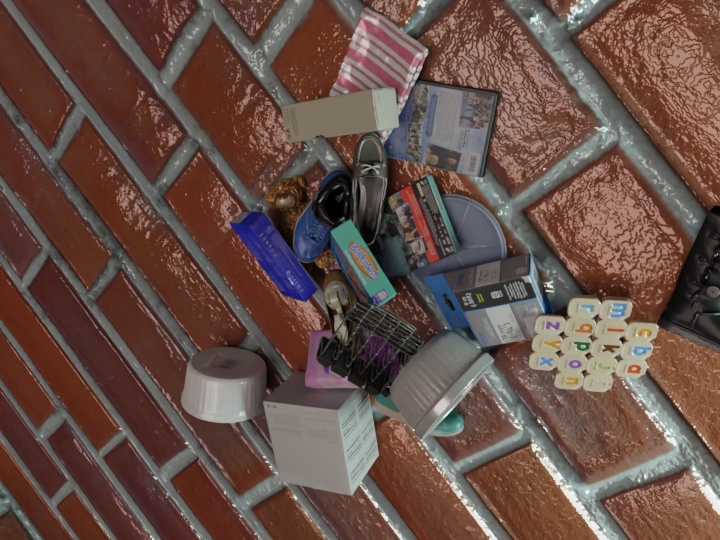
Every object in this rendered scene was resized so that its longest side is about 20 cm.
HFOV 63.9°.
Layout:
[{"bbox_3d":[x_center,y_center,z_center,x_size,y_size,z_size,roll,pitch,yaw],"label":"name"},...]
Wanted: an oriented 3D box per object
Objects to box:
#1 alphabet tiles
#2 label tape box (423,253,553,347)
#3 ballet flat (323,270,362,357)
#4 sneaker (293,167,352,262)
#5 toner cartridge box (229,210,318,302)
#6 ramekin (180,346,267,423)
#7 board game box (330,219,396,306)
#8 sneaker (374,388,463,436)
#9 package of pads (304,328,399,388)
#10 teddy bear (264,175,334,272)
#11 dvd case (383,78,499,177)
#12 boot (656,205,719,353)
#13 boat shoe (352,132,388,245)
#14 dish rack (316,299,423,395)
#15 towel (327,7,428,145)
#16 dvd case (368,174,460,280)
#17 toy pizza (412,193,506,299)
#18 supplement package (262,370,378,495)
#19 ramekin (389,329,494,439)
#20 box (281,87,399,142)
[{"bbox_3d":[0.389,0.126,0.976,0.193,0.015,0.202,3,124,10],"label":"alphabet tiles"},{"bbox_3d":[0.223,0.062,1.017,0.198,0.064,0.145,-14,125,28],"label":"label tape box"},{"bbox_3d":[-0.037,0.081,1.148,0.068,0.063,0.202,-21,65,10],"label":"ballet flat"},{"bbox_3d":[-0.074,-0.092,1.087,0.076,0.111,0.201,27,108,-12],"label":"sneaker"},{"bbox_3d":[-0.173,-0.028,1.161,0.095,0.043,0.201,14,143,52],"label":"toner cartridge box"},{"bbox_3d":[-0.309,0.255,1.330,0.198,0.200,0.099,16,108,22],"label":"ramekin"},{"bbox_3d":[0.000,0.000,1.070,0.045,0.200,0.153,-31,85,-6],"label":"board game box"},{"bbox_3d":[0.117,0.272,1.180,0.198,0.071,0.081,15,119,24],"label":"sneaker"},{"bbox_3d":[-0.018,0.181,1.191,0.198,0.075,0.122,-7,70,29],"label":"package of pads"},{"bbox_3d":[-0.127,-0.089,1.180,0.143,0.067,0.203,3,110,24],"label":"teddy bear"},{"bbox_3d":[0.133,-0.254,1.010,0.198,0.018,0.145,17,115,23],"label":"dvd case"},{"bbox_3d":[0.565,0.023,0.862,0.163,0.066,0.202,21,112,18],"label":"boot"},{"bbox_3d":[0.018,-0.142,1.038,0.066,0.057,0.203,1,109,-5],"label":"boat shoe"},{"bbox_3d":[0.017,0.131,1.020,0.152,0.055,0.201,30,130,-5],"label":"dish rack"},{"bbox_3d":[0.021,-0.334,1.019,0.146,0.030,0.201,40,124,18],"label":"towel"},{"bbox_3d":[0.080,-0.070,1.069,0.199,0.022,0.148,-25,85,42],"label":"dvd case"},{"bbox_3d":[0.172,-0.043,1.059,0.198,0.032,0.203,12,115,27],"label":"toy pizza"},{"bbox_3d":[-0.082,0.349,1.269,0.189,0.147,0.203,0,108,28],"label":"supplement package"},{"bbox_3d":[0.144,0.203,1.073,0.105,0.199,0.201,43,122,18],"label":"ramekin"},{"bbox_3d":[-0.037,-0.272,1.015,0.198,0.082,0.069,2,107,34],"label":"box"}]
